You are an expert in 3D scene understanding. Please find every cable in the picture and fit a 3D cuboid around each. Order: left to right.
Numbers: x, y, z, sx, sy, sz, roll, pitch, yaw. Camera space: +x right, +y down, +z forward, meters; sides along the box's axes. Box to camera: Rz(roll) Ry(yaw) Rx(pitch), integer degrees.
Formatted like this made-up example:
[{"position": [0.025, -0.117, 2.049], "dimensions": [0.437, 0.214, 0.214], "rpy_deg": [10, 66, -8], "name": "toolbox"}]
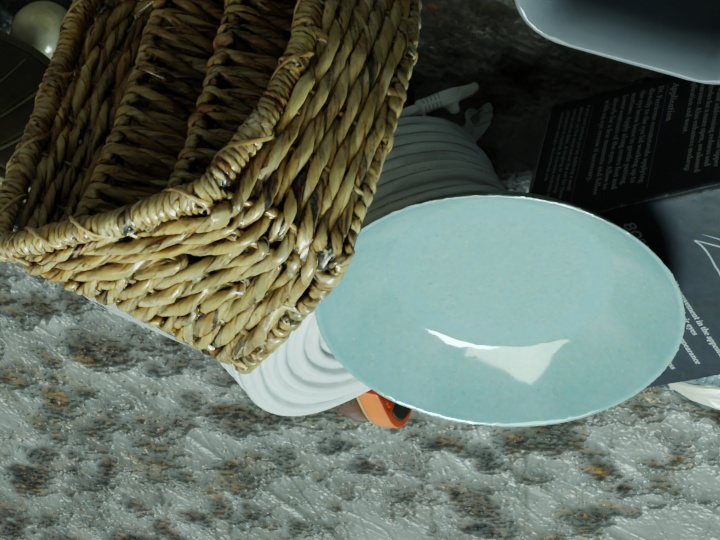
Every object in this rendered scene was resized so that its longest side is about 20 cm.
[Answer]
[{"position": [0.000, 0.000, 1.137], "dimensions": [0.069, 0.199, 0.200], "rpy_deg": [51, 151, 29], "name": "cable"}]

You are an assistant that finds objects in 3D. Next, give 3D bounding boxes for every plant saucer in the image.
[{"position": [0.076, 0.013, 1.064], "dimensions": [0.200, 0.039, 0.201], "rpy_deg": [4, 140, 4], "name": "plant saucer"}]

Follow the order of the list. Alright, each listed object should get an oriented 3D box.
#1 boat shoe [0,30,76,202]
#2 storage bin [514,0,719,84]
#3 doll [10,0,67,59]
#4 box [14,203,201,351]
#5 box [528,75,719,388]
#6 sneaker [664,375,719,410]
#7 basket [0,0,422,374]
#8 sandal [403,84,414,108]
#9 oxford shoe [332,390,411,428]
[{"position": [-0.213, -0.096, 1.141], "dimensions": [0.200, 0.072, 0.068], "rpy_deg": [49, 162, 35], "name": "boat shoe"}, {"position": [0.164, -0.205, 0.877], "dimensions": [0.145, 0.135, 0.200], "rpy_deg": [16, 142, 2], "name": "storage bin"}, {"position": [-0.138, -0.077, 1.163], "dimensions": [0.200, 0.048, 0.136], "rpy_deg": [48, 157, -4], "name": "doll"}, {"position": [-0.162, -0.007, 1.228], "dimensions": [0.110, 0.035, 0.200], "rpy_deg": [41, 169, -26], "name": "box"}, {"position": [0.214, -0.030, 1.086], "dimensions": [0.199, 0.105, 0.148], "rpy_deg": [-13, 132, 31], "name": "box"}, {"position": [0.270, 0.026, 1.170], "dimensions": [0.199, 0.078, 0.087], "rpy_deg": [-7, 126, 16], "name": "sneaker"}, {"position": [-0.069, -0.081, 0.923], "dimensions": [0.149, 0.201, 0.143], "rpy_deg": [27, 141, -15], "name": "basket"}, {"position": [-0.050, -0.069, 1.178], "dimensions": [0.200, 0.055, 0.082], "rpy_deg": [-21, 127, 39], "name": "sandal"}, {"position": [-0.028, 0.037, 1.285], "dimensions": [0.072, 0.071, 0.200], "rpy_deg": [2, 139, 26], "name": "oxford shoe"}]
